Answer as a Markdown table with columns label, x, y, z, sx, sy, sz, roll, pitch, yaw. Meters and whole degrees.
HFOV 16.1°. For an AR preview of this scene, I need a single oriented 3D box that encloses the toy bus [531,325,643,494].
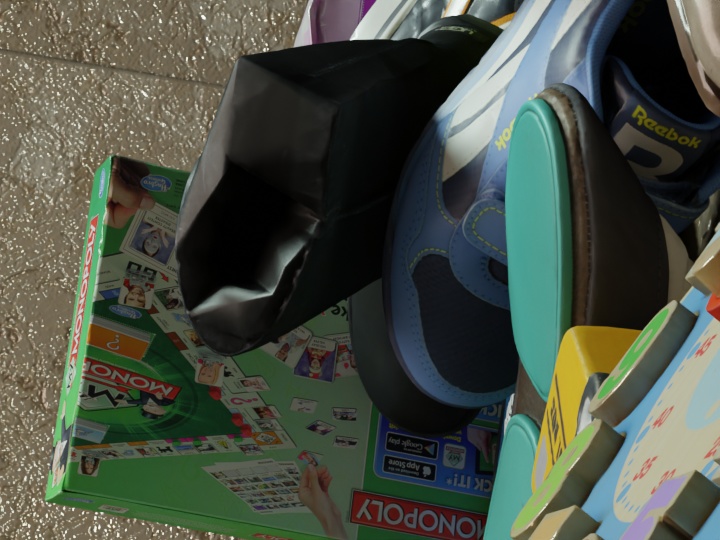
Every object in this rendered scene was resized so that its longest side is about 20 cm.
| label | x | y | z | sx | sy | sz | roll | pitch | yaw |
| --- | --- | --- | --- | --- | --- | --- | --- | --- | --- |
| toy bus | 0.084 | 0.085 | 0.631 | 0.200 | 0.065 | 0.079 | -91 | 11 | -60 |

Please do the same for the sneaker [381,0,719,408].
| label | x | y | z | sx | sy | sz | roll | pitch | yaw |
| --- | --- | --- | --- | --- | --- | --- | --- | --- | --- |
| sneaker | 0.069 | -0.036 | 0.789 | 0.200 | 0.074 | 0.082 | -63 | 23 | 21 |

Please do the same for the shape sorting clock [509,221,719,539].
| label | x | y | z | sx | sy | sz | roll | pitch | yaw |
| --- | --- | --- | --- | --- | --- | --- | --- | --- | --- |
| shape sorting clock | 0.086 | 0.010 | 0.525 | 0.200 | 0.039 | 0.200 | -48 | 2 | 3 |

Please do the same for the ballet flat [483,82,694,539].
| label | x | y | z | sx | sy | sz | roll | pitch | yaw |
| --- | --- | --- | --- | --- | --- | --- | --- | --- | --- |
| ballet flat | 0.074 | 0.037 | 0.762 | 0.073 | 0.073 | 0.201 | -94 | 6 | -66 |

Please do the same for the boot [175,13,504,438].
| label | x | y | z | sx | sy | sz | roll | pitch | yaw |
| --- | --- | --- | --- | --- | --- | --- | --- | --- | --- |
| boot | 0.000 | -0.001 | 0.884 | 0.200 | 0.065 | 0.166 | -31 | -53 | -69 |

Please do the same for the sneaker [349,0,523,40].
| label | x | y | z | sx | sy | sz | roll | pitch | yaw |
| --- | --- | --- | --- | --- | --- | --- | --- | --- | --- |
| sneaker | 0.075 | -0.134 | 1.049 | 0.200 | 0.079 | 0.078 | -59 | -29 | 2 |

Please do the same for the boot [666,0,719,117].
| label | x | y | z | sx | sy | sz | roll | pitch | yaw |
| --- | --- | --- | --- | --- | --- | --- | --- | --- | --- |
| boot | 0.121 | -0.140 | 0.500 | 0.146 | 0.070 | 0.200 | 122 | 166 | -55 |

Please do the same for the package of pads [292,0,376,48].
| label | x | y | z | sx | sy | sz | roll | pitch | yaw |
| --- | --- | --- | --- | --- | --- | --- | --- | --- | --- |
| package of pads | 0.026 | -0.088 | 1.195 | 0.200 | 0.120 | 0.076 | 126 | 152 | -79 |

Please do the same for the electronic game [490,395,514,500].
| label | x | y | z | sx | sy | sz | roll | pitch | yaw |
| --- | --- | --- | --- | --- | --- | --- | --- | --- | --- |
| electronic game | 0.073 | 0.051 | 0.909 | 0.200 | 0.041 | 0.201 | -171 | 90 | -84 |

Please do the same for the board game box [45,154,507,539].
| label | x | y | z | sx | sy | sz | roll | pitch | yaw |
| --- | --- | --- | --- | --- | --- | --- | --- | --- | --- |
| board game box | -0.016 | 0.042 | 1.003 | 0.029 | 0.199 | 0.135 | 149 | 131 | -66 |
